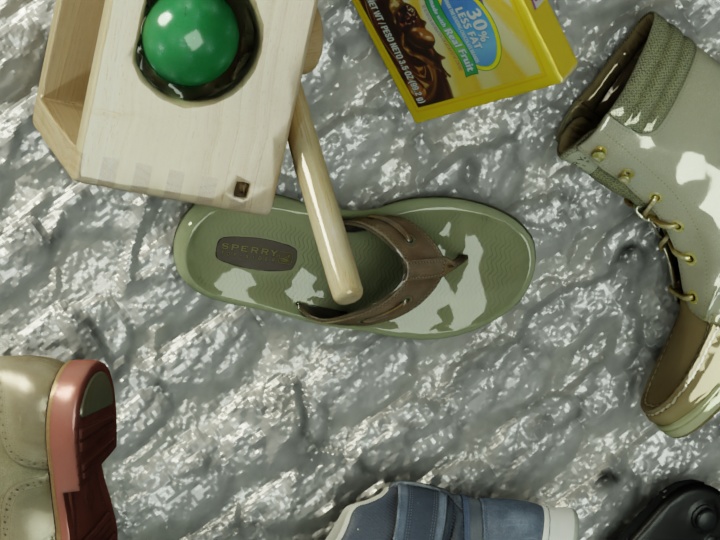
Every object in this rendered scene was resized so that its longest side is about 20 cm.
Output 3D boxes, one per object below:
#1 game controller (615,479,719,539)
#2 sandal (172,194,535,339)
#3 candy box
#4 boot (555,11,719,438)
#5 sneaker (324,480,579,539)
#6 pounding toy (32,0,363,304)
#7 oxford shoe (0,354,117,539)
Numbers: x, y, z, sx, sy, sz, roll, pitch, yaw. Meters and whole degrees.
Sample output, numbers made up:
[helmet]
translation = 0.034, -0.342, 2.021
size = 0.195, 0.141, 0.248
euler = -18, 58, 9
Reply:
[game controller]
translation = 0.156, 0.215, 1.602
size = 0.104, 0.042, 0.200
euler = 40, 92, -20
[sandal]
translation = -0.001, 0.001, 1.500
size = 0.200, 0.057, 0.080
euler = 2, 103, -15
[candy box]
translation = 0.027, -0.176, 1.448
size = 0.102, 0.026, 0.201
euler = -14, 113, 36
[boot]
translation = 0.167, -0.024, 1.531
size = 0.154, 0.072, 0.201
euler = 28, 90, -20
[sneaker]
translation = 0.029, 0.215, 1.529
size = 0.145, 0.077, 0.204
euler = 13, 81, -9
[pounding toy]
translation = -0.070, -0.105, 1.381
size = 0.141, 0.200, 0.185
euler = 10, 101, -17
[oxford shoe]
translation = -0.175, 0.136, 1.497
size = 0.074, 0.070, 0.201
euler = 10, 108, 15
